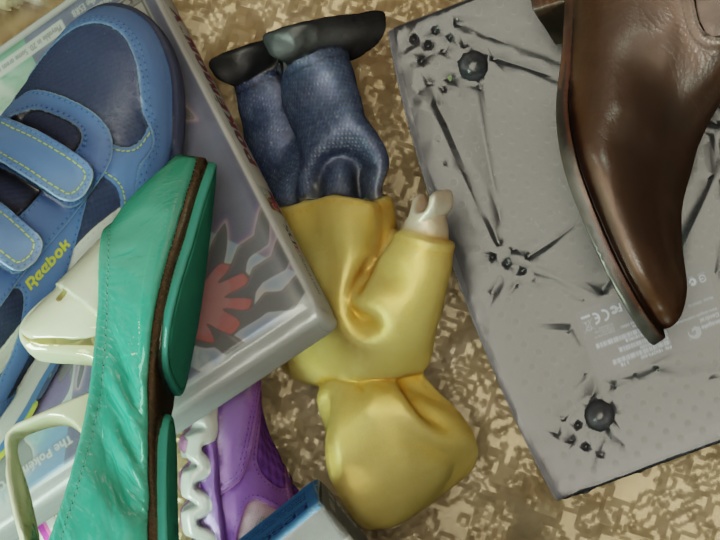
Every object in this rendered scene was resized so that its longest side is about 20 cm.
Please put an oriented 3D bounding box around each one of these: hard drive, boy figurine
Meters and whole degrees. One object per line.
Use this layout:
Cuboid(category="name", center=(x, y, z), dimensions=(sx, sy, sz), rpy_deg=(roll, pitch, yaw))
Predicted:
Cuboid(category="hard drive", center=(0.101, -0.023, 1.183), dimensions=(0.134, 0.042, 0.201), rpy_deg=(-20, 86, 5))
Cuboid(category="boy figurine", center=(0.000, 0.000, 1.165), dimensions=(0.064, 0.124, 0.201), rpy_deg=(-13, 85, -39))

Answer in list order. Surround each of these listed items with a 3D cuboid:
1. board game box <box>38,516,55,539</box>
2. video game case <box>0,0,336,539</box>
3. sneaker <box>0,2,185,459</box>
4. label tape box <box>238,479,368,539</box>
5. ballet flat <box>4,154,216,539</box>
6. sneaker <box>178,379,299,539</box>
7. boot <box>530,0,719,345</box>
Cuboid(category="board game box", center=(-0.165, 0.160, 1.212), dimensions=(0.134, 0.034, 0.201), rpy_deg=(-29, 86, 4))
Cuboid(category="video game case", center=(-0.130, -0.001, 1.175), dimensions=(0.199, 0.023, 0.183), rpy_deg=(-33, 66, 11))
Cuboid(category="sneaker", center=(-0.134, -0.014, 1.123), dimensions=(0.074, 0.082, 0.201), rpy_deg=(25, 85, 28))
Cuboid(category="label tape box", center=(-0.011, 0.203, 1.116), dimensions=(0.143, 0.066, 0.200), rpy_deg=(-38, 93, 0))
Cuboid(category="ballet flat", center=(-0.095, 0.046, 1.084), dimensions=(0.070, 0.067, 0.201), rpy_deg=(3, 69, 3))
Cuboid(category="sneaker", center=(-0.025, 0.134, 1.181), dimensions=(0.088, 0.080, 0.202), rpy_deg=(-9, 94, 0))
Cuboid(category="boot", center=(0.171, -0.085, 1.106), dimensions=(0.199, 0.064, 0.188), rpy_deg=(-16, 78, 14))
